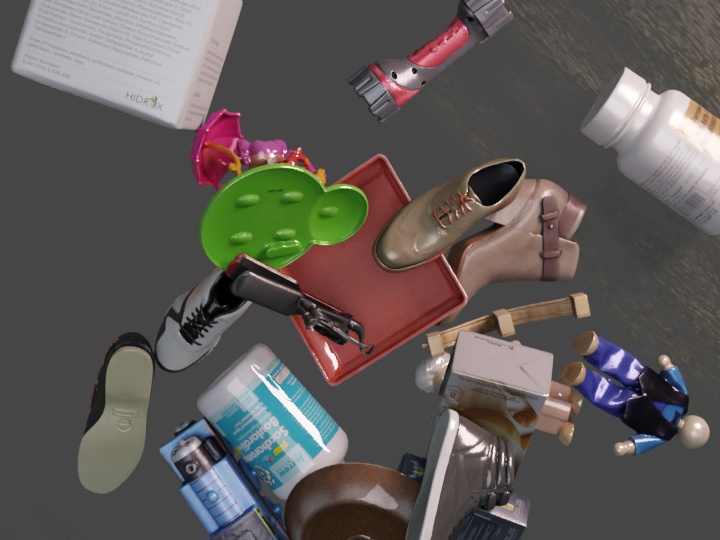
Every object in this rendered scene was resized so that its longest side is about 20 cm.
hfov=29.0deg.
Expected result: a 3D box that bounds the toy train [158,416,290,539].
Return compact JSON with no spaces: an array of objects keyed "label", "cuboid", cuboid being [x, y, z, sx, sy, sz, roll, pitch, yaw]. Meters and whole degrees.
[{"label":"toy train","cuboid":[-0.158,0.266,1.639,0.086,0.114,0.201,-33,94,3]}]

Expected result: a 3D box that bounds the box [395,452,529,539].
[{"label":"box","cuboid":[0.090,0.320,1.628,0.157,0.051,0.201,19,126,-2]}]

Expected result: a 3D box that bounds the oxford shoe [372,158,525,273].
[{"label":"oxford shoe","cuboid":[0.098,-0.069,1.544,0.200,0.075,0.071,-36,85,-14]}]

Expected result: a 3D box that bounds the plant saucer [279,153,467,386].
[{"label":"plant saucer","cuboid":[0.000,0.000,1.621,0.199,0.037,0.201,-33,83,17]}]

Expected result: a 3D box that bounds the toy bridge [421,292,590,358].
[{"label":"toy bridge","cuboid":[0.168,0.062,1.639,0.199,0.067,0.027,-15,95,1]}]

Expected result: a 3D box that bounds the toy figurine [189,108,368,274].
[{"label":"toy figurine","cuboid":[-0.114,-0.112,1.586,0.199,0.184,0.151,-7,132,-23]}]

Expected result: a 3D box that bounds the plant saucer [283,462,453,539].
[{"label":"plant saucer","cuboid":[0.006,0.307,1.586,0.199,0.037,0.202,6,123,9]}]

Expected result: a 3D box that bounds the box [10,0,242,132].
[{"label":"box","cuboid":[-0.253,-0.265,1.549,0.199,0.199,0.172,20,95,-1]}]

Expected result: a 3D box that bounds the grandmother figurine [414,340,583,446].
[{"label":"grandmother figurine","cuboid":[0.162,0.140,1.653,0.199,0.061,0.122,15,88,-3]}]

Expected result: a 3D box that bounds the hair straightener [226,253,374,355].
[{"label":"hair straightener","cuboid":[-0.061,0.053,1.545,0.199,0.077,0.041,33,110,-29]}]

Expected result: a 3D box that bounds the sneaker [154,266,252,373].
[{"label":"sneaker","cuboid":[-0.181,0.047,1.625,0.074,0.080,0.200,40,111,-3]}]

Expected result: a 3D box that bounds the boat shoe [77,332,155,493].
[{"label":"boat shoe","cuboid":[-0.288,0.171,1.661,0.073,0.063,0.203,13,109,-11]}]

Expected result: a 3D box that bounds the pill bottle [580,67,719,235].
[{"label":"pill bottle","cuboid":[0.358,-0.140,1.595,0.199,0.114,0.115,35,95,-2]}]

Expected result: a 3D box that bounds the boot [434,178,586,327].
[{"label":"boot","cuboid":[0.180,-0.013,1.637,0.145,0.070,0.201,14,107,-12]}]

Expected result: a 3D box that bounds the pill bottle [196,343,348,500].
[{"label":"pill bottle","cuboid":[-0.090,0.192,1.633,0.111,0.111,0.200,-42,93,4]}]

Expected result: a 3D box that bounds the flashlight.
[{"label":"flashlight","cuboid":[0.080,-0.257,1.613,0.200,0.068,0.068,-39,91,5]}]

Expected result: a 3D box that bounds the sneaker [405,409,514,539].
[{"label":"sneaker","cuboid":[0.112,0.261,1.515,0.099,0.071,0.201,19,77,-10]}]

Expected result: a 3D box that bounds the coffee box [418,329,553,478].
[{"label":"coffee box","cuboid":[0.138,0.178,1.599,0.114,0.080,0.201,15,127,1]}]

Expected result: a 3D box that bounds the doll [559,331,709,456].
[{"label":"doll","cuboid":[0.329,0.156,1.643,0.199,0.048,0.137,30,75,-17]}]
